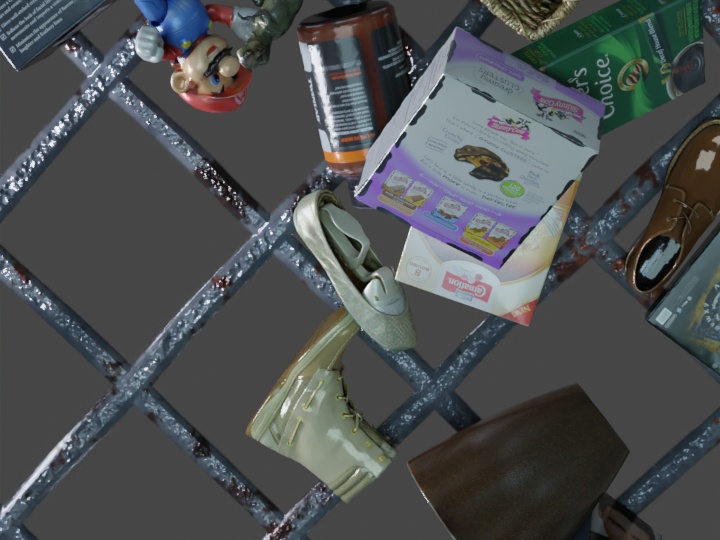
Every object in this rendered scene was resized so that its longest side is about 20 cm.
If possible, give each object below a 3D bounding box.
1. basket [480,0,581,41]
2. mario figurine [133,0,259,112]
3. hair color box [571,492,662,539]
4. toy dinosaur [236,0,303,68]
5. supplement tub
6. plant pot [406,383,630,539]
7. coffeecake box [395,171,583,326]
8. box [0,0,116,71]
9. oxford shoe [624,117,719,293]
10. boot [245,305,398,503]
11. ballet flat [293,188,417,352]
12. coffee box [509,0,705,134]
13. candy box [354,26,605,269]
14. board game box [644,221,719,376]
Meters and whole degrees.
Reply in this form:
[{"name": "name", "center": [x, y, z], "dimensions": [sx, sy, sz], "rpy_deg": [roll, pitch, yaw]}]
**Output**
[{"name": "basket", "center": [0.160, -0.350, 1.587], "dimensions": [0.200, 0.149, 0.143], "rpy_deg": [43, 142, -4]}, {"name": "mario figurine", "center": [-0.165, -0.246, 1.699], "dimensions": [0.122, 0.106, 0.201], "rpy_deg": [-26, 126, 5]}, {"name": "hair color box", "center": [0.265, 0.318, 1.764], "dimensions": [0.099, 0.200, 0.061], "rpy_deg": [37, 110, -3]}, {"name": "toy dinosaur", "center": [-0.085, -0.293, 1.683], "dimensions": [0.088, 0.047, 0.201], "rpy_deg": [39, 71, -10]}, {"name": "supplement tub", "center": [0.004, -0.169, 1.712], "dimensions": [0.106, 0.107, 0.202], "rpy_deg": [-9, 105, 12]}, {"name": "plant pot", "center": [0.183, 0.219, 1.776], "dimensions": [0.199, 0.187, 0.188], "rpy_deg": [-38, 98, 2]}, {"name": "coffeecake box", "center": [0.138, -0.066, 1.739], "dimensions": [0.152, 0.073, 0.202], "rpy_deg": [18, 109, 3]}, {"name": "box", "center": [-0.347, -0.337, 1.721], "dimensions": [0.148, 0.107, 0.201], "rpy_deg": [-33, 99, 17]}, {"name": "oxford shoe", "center": [0.336, -0.061, 1.710], "dimensions": [0.071, 0.071, 0.202], "rpy_deg": [25, 107, 3]}, {"name": "boot", "center": [-0.015, 0.148, 1.827], "dimensions": [0.155, 0.073, 0.201], "rpy_deg": [36, 110, -2]}, {"name": "ballet flat", "center": [0.000, 0.000, 1.768], "dimensions": [0.201, 0.067, 0.062], "rpy_deg": [51, 139, 2]}, {"name": "coffee box", "center": [0.245, -0.197, 1.630], "dimensions": [0.198, 0.044, 0.124], "rpy_deg": [-26, 136, -11]}, {"name": "candy box", "center": [0.113, -0.113, 1.593], "dimensions": [0.166, 0.072, 0.200], "rpy_deg": [26, 138, -11]}, {"name": "board game box", "center": [0.412, 0.014, 1.740], "dimensions": [0.135, 0.028, 0.201], "rpy_deg": [36, 108, -3]}]
